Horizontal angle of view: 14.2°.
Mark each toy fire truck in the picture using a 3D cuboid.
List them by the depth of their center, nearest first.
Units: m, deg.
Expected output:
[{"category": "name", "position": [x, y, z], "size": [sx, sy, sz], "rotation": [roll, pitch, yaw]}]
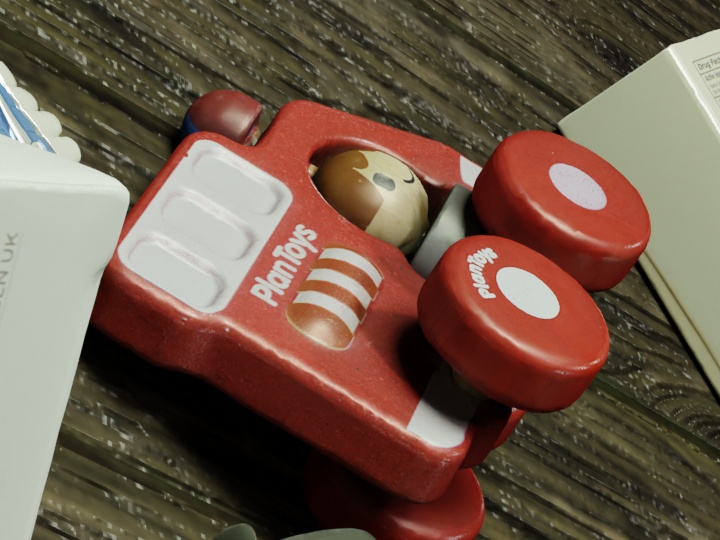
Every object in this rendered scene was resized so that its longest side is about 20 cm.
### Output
[{"category": "toy fire truck", "position": [0.000, 0.000, 1.032], "size": [0.168, 0.112, 0.200], "rotation": [32, 32, -3]}]

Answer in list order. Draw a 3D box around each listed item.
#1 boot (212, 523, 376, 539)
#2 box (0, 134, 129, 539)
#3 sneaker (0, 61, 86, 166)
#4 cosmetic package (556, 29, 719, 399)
[{"category": "boot", "position": [0.044, 0.149, 0.973], "size": [0.200, 0.077, 0.139], "rotation": [15, 44, -50]}, {"category": "box", "position": [-0.177, 0.052, 0.591], "size": [0.130, 0.200, 0.200], "rotation": [23, 13, 33]}, {"category": "sneaker", "position": [-0.157, -0.068, 0.887], "size": [0.200, 0.078, 0.089], "rotation": [57, 28, 1]}, {"category": "cosmetic package", "position": [0.186, -0.008, 1.323], "size": [0.200, 0.073, 0.103], "rotation": [59, 31, 6]}]
